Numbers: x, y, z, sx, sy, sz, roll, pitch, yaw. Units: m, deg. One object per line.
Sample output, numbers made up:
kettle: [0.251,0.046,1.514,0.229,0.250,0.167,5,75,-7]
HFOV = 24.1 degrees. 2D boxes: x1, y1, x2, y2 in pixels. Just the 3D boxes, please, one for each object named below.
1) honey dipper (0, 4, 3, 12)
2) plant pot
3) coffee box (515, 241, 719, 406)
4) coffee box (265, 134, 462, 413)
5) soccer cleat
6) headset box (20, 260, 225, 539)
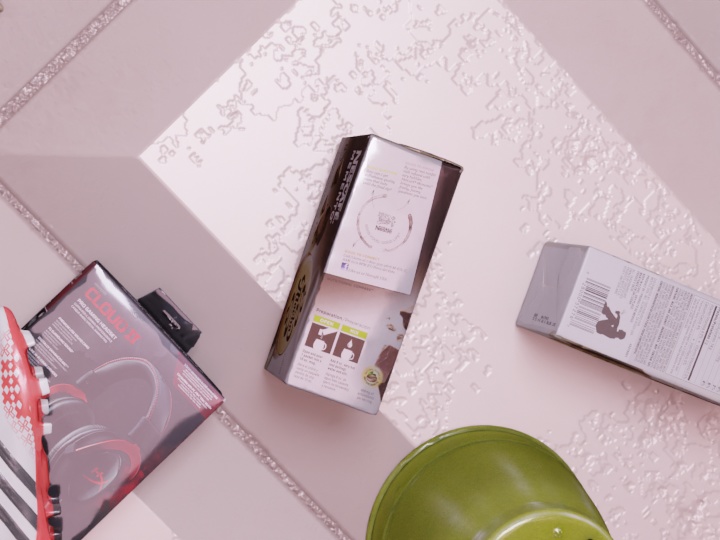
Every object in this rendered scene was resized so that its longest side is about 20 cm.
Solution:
honey dipper: [-0.286,-0.300,1.301,0.038,0.038,0.201,5,88,-12]
plant pot: [0.119,0.236,1.327,0.199,0.193,0.202,-1,93,-11]
coffee box: [0.243,0.048,1.384,0.199,0.113,0.080,22,89,-13]
coffee box: [0.000,0.000,1.324,0.079,0.113,0.201,19,89,-12]
soccer cleat: [-0.267,0.128,1.232,0.085,0.069,0.201,-7,98,-14]
headset box: [-0.213,0.099,1.312,0.200,0.075,0.149,-43,99,-6]
